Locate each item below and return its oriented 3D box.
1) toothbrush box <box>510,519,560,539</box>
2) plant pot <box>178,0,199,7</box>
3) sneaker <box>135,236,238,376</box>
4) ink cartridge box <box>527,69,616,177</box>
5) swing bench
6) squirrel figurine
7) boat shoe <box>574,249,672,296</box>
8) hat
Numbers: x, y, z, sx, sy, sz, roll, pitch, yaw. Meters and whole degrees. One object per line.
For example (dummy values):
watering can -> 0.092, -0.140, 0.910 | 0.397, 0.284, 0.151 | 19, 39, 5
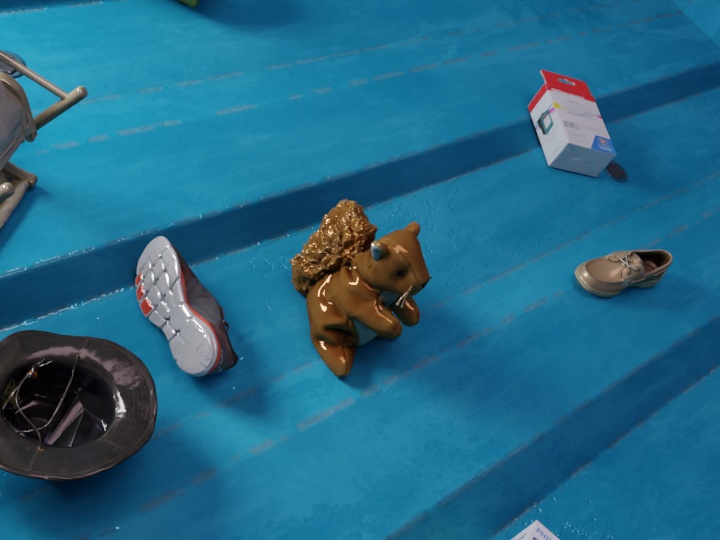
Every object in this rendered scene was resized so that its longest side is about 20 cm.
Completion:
toothbrush box -> 0.197, 0.413, 1.062 | 0.145, 0.086, 0.200 | 41, 43, 6
plant pot -> -0.315, -0.530, 1.518 | 0.189, 0.200, 0.201 | 34, 43, -18
sneaker -> -0.213, 0.049, 1.163 | 0.082, 0.077, 0.201 | 15, 41, -56
ink cartridge box -> 0.394, -0.280, 1.776 | 0.115, 0.067, 0.201 | 10, 49, -24
swing bench -> -0.437, -0.124, 1.063 | 0.129, 0.200, 0.200 | 32, 43, -17
squirrel figurine -> 0.000, 0.000, 1.225 | 0.141, 0.187, 0.200 | -23, 67, -40
boat shoe -> 0.442, -0.007, 1.573 | 0.199, 0.065, 0.072 | -8, 58, -35
hat -> -0.318, 0.157, 0.988 | 0.199, 0.081, 0.202 | 12, 43, -11
